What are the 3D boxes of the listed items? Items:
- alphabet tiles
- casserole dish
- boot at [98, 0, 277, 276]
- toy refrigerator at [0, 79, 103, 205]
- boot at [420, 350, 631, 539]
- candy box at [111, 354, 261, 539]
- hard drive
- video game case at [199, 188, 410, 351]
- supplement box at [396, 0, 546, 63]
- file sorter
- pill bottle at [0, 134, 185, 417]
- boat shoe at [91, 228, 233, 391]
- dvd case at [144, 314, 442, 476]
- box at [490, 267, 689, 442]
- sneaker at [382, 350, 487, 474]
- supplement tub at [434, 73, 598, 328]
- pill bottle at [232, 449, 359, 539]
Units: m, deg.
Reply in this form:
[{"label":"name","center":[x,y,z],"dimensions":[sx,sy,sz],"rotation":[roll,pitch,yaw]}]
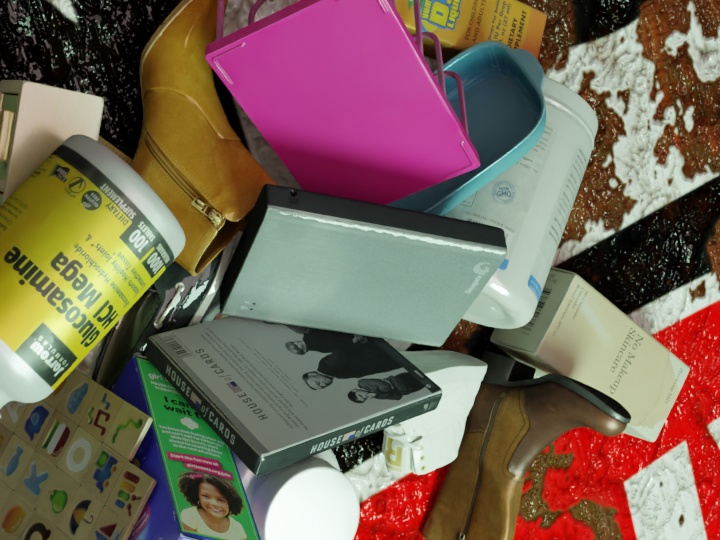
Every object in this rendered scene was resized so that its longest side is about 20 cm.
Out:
[{"label":"alphabet tiles","center":[-0.230,0.160,0.853],"dimensions":[0.006,0.198,0.168],"rotation":[33,81,-47]},{"label":"casserole dish","center":[0.076,-0.110,0.997],"dimensions":[0.199,0.122,0.039],"rotation":[-36,143,10]},{"label":"boot","center":[-0.118,-0.110,0.909],"dimensions":[0.143,0.071,0.203],"rotation":[34,89,10]},{"label":"toy refrigerator","center":[-0.252,-0.037,0.876],"dimensions":[0.069,0.076,0.204],"rotation":[8,94,-31]},{"label":"boot","center":[0.149,0.192,1.089],"dimensions":[0.068,0.186,0.203],"rotation":[23,84,-48]},{"label":"candy box","center":[-0.163,0.193,0.867],"dimensions":[0.076,0.201,0.170],"rotation":[22,113,-34]},{"label":"hard drive","center":[0.000,0.000,0.924],"dimensions":[0.196,0.140,0.033],"rotation":[9,51,-19]},{"label":"video game case","center":[-0.025,0.026,1.053],"dimensions":[0.201,0.024,0.182],"rotation":[-50,118,-14]},{"label":"supplement box","center":[0.071,-0.230,1.043],"dimensions":[0.197,0.068,0.068],"rotation":[14,89,-29]},{"label":"file sorter","center":[-0.011,-0.165,0.920],"dimensions":[0.137,0.127,0.201],"rotation":[-20,136,18]},{"label":"pill bottle","center":[-0.223,0.014,0.793],"dimensions":[0.201,0.112,0.113],"rotation":[-49,118,-14]},{"label":"boat shoe","center":[-0.159,0.017,0.941],"dimensions":[0.060,0.075,0.203],"rotation":[19,87,-37]},{"label":"dvd case","center":[-0.050,0.082,0.923],"dimensions":[0.198,0.150,0.025],"rotation":[-13,132,-44]},{"label":"box","center":[0.236,0.085,1.186],"dimensions":[0.199,0.077,0.096],"rotation":[34,80,-30]},{"label":"sneaker","center":[0.037,0.135,1.058],"dimensions":[0.198,0.073,0.118],"rotation":[6,102,-46]},{"label":"supplement tub","center":[0.126,-0.063,1.050],"dimensions":[0.131,0.131,0.203],"rotation":[33,72,-30]},{"label":"pill bottle","center":[-0.083,0.169,0.937],"dimensions":[0.110,0.199,0.114],"rotation":[-5,101,-29]}]
